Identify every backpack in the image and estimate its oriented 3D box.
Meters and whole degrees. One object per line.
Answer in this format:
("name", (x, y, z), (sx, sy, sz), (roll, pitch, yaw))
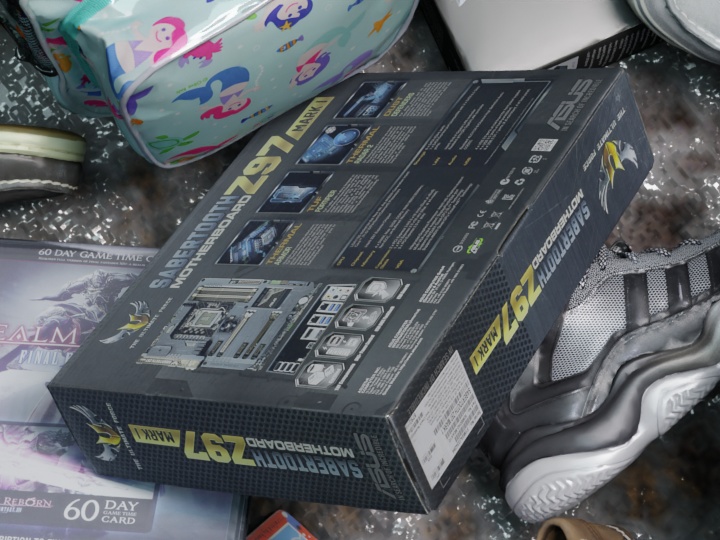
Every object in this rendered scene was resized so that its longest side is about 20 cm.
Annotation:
("backpack", (-0.063, -0.132, 0.852), (0.177, 0.200, 0.151), (-31, 85, -9))

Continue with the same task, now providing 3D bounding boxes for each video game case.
("video game case", (-0.110, 0.060, 0.850), (0.142, 0.019, 0.201), (4, 42, 2))

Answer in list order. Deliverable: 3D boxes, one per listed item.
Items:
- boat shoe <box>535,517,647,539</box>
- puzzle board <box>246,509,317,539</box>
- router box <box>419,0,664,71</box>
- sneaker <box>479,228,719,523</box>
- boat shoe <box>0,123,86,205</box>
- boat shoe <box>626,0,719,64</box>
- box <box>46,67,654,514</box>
("boat shoe", (0.079, 0.186, 0.826), (0.072, 0.072, 0.201), (30, 46, -24))
("puzzle board", (-0.013, 0.173, 0.811), (0.151, 0.200, 0.017), (42, 115, 7))
("router box", (0.079, -0.187, 0.930), (0.156, 0.052, 0.201), (-23, 81, -3))
("sneaker", (0.111, 0.001, 0.888), (0.200, 0.076, 0.114), (-41, 82, -5))
("boat shoe", (-0.210, -0.023, 0.905), (0.199, 0.072, 0.066), (-5, 86, 6))
("boat shoe", (0.202, -0.096, 0.872), (0.200, 0.072, 0.070), (15, 110, -16))
("box", (0.000, 0.000, 0.821), (0.157, 0.051, 0.200), (3, 41, 35))
